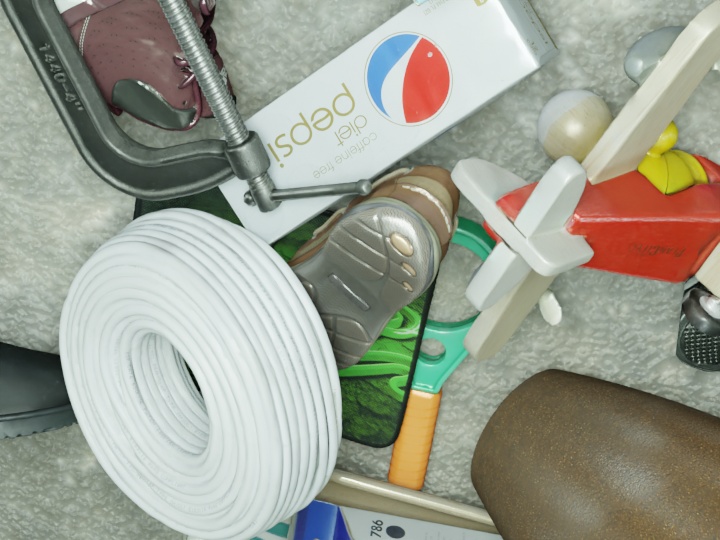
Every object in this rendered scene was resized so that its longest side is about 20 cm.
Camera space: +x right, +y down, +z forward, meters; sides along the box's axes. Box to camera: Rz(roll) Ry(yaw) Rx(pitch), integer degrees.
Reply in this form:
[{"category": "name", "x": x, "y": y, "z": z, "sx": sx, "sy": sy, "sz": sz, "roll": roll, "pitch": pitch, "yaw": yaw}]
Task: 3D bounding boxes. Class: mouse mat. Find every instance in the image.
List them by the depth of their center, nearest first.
[{"category": "mouse mat", "x": -0.057, "y": 0.024, "z": 0.963, "sx": 0.198, "sy": 0.008, "sz": 0.162, "roll": 16, "pitch": 121, "yaw": 6}]

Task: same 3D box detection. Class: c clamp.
[{"category": "c clamp", "x": -0.104, "y": -0.110, "z": 0.818, "sx": 0.169, "sy": 0.027, "sz": 0.201, "roll": -12, "pitch": 120, "yaw": 34}]

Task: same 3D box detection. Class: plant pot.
[{"category": "plant pot", "x": 0.167, "y": 0.151, "z": 0.900, "sx": 0.199, "sy": 0.186, "sz": 0.189, "roll": 36, "pitch": 129, "yaw": 35}]

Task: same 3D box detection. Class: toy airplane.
[{"category": "toy airplane", "x": 0.127, "y": -0.044, "z": 0.827, "sx": 0.198, "sy": 0.142, "sz": 0.200, "roll": -26, "pitch": 143, "yaw": 2}]

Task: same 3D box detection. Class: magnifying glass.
[{"category": "magnifying glass", "x": 0.044, "y": 0.056, "z": 0.968, "sx": 0.079, "sy": 0.022, "sz": 0.202, "roll": 11, "pitch": 122, "yaw": 3}]

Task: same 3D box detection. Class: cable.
[{"category": "cable", "x": -0.099, "y": 0.063, "z": 0.902, "sx": 0.199, "sy": 0.069, "sz": 0.202, "roll": 33, "pitch": 131, "yaw": 31}]

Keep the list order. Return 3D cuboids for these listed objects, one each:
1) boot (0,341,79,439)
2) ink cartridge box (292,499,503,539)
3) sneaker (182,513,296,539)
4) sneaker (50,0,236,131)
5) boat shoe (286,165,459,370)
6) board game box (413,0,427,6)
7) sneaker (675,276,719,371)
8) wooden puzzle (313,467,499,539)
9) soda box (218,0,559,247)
[{"category": "boot", "x": -0.257, "y": 0.026, "z": 0.958, "sx": 0.196, "sy": 0.073, "sz": 0.165, "roll": -7, "pitch": 95, "yaw": -31}, {"category": "ink cartridge box", "x": 0.047, "y": 0.215, "z": 0.994, "sx": 0.198, "sy": 0.039, "sz": 0.100, "roll": 10, "pitch": 119, "yaw": 3}, {"category": "sneaker", "x": -0.087, "y": 0.185, "z": 1.014, "sx": 0.070, "sy": 0.093, "sz": 0.202, "roll": 14, "pitch": 124, "yaw": 20}, {"category": "sneaker", "x": -0.085, "y": -0.148, "z": 0.846, "sx": 0.199, "sy": 0.076, "sz": 0.116, "roll": -23, "pitch": 114, "yaw": 32}, {"category": "boat shoe", "x": 0.000, "y": 0.000, "z": 0.880, "sx": 0.076, "sy": 0.072, "sz": 0.200, "roll": 45, "pitch": 146, "yaw": -8}, {"category": "board game box", "x": 0.092, "y": -0.235, "z": 0.744, "sx": 0.199, "sy": 0.105, "sz": 0.103, "roll": -25, "pitch": 114, "yaw": 22}, {"category": "sneaker", "x": 0.280, "y": 0.028, "z": 0.874, "sx": 0.198, "sy": 0.087, "sz": 0.081, "roll": -11, "pitch": 116, "yaw": 16}, {"category": "wooden puzzle", "x": 0.042, "y": 0.229, "z": 1.050, "sx": 0.183, "sy": 0.046, "sz": 0.202, "roll": 15, "pitch": 119, "yaw": 0}, {"category": "soda box", "x": 0.010, "y": -0.094, "z": 0.853, "sx": 0.199, "sy": 0.064, "sz": 0.068, "roll": -32, "pitch": 93, "yaw": 24}]
